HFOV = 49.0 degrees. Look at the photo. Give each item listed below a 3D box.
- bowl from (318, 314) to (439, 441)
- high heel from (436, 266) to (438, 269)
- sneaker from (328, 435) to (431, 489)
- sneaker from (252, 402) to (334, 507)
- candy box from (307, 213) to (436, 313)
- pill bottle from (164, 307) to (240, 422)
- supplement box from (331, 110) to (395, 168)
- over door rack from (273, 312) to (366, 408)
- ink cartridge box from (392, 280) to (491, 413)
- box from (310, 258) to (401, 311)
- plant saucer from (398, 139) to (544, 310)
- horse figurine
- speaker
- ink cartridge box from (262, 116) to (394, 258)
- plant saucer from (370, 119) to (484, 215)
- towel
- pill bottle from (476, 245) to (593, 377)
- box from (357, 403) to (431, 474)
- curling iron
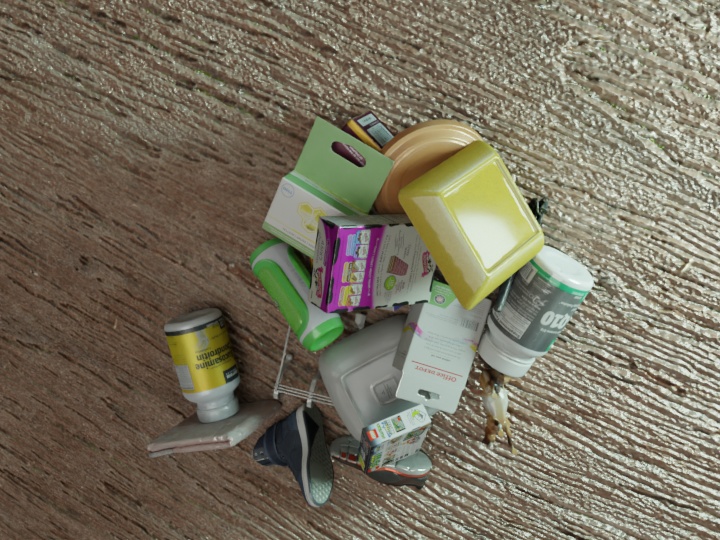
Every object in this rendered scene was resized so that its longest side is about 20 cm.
[{"bbox_3d":[0.043,0.201,1.387,0.200,0.075,0.200,-26,103,0],"label":"bowl"},{"bbox_3d":[0.113,-0.004,1.332,0.200,0.067,0.096,36,105,9],"label":"high heel"},{"bbox_3d":[0.032,0.374,1.493,0.200,0.077,0.082,12,121,17],"label":"sneaker"},{"bbox_3d":[-0.130,0.370,1.494,0.146,0.202,0.077,-32,136,24],"label":"sneaker"},{"bbox_3d":[0.025,-0.014,1.208,0.061,0.200,0.137,31,118,50],"label":"candy box"},{"bbox_3d":[-0.293,0.180,1.498,0.112,0.112,0.200,-11,100,21],"label":"pill bottle"},{"bbox_3d":[-0.035,-0.160,1.307,0.086,0.110,0.200,46,115,-1],"label":"supplement box"},{"bbox_3d":[-0.072,0.155,1.458,0.148,0.067,0.200,12,100,12],"label":"over door rack"},{"bbox_3d":[0.128,0.125,1.318,0.117,0.067,0.200,19,88,-14],"label":"ink cartridge box"},{"bbox_3d":[0.000,0.000,1.353,0.200,0.041,0.119,8,114,39],"label":"box"},{"bbox_3d":[0.179,-0.076,1.152,0.200,0.200,0.048,59,146,-6],"label":"plant saucer"},{"bbox_3d":[0.232,0.226,1.362,0.050,0.133,0.200,-10,98,-1],"label":"horse figurine"},{"bbox_3d":[-0.113,0.041,1.383,0.088,0.088,0.200,-46,68,25],"label":"speaker"},{"bbox_3d":[-0.054,-0.116,1.231,0.145,0.048,0.200,32,124,7],"label":"ink cartridge box"},{"bbox_3d":[0.113,-0.143,1.247,0.200,0.032,0.200,-9,132,-10],"label":"plant saucer"},{"bbox_3d":[-0.273,0.298,1.491,0.191,0.200,0.032,-12,97,21],"label":"towel"},{"bbox_3d":[0.278,0.068,1.284,0.113,0.113,0.200,31,115,6],"label":"pill bottle"},{"bbox_3d":[0.054,0.290,1.344,0.110,0.200,0.035,-20,66,-12],"label":"box"},{"bbox_3d":[0.250,-0.028,1.253,0.026,0.050,0.200,25,84,-6],"label":"curling iron"}]
